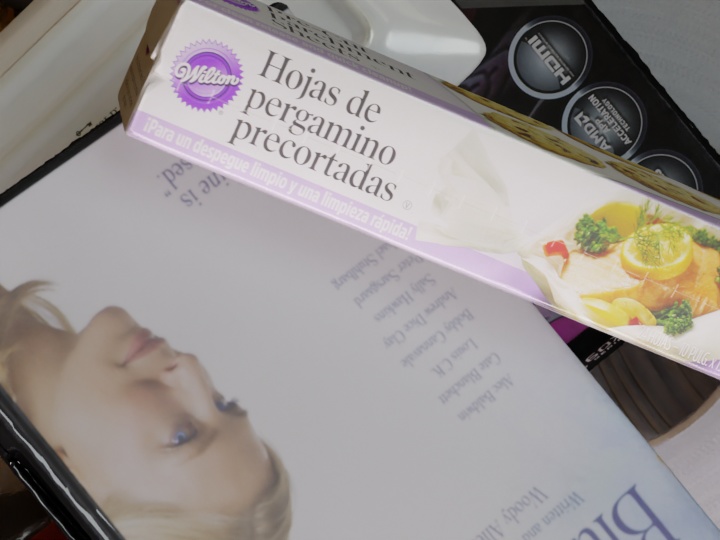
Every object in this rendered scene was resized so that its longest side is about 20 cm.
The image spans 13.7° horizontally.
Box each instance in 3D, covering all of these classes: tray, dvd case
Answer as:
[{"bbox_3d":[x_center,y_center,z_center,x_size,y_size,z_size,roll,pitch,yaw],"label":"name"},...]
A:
[{"bbox_3d":[-0.071,-0.033,0.838,0.200,0.022,0.107,-43,73,6],"label":"tray"},{"bbox_3d":[-0.008,0.043,0.765,0.143,0.018,0.200,-38,87,-31],"label":"dvd case"}]

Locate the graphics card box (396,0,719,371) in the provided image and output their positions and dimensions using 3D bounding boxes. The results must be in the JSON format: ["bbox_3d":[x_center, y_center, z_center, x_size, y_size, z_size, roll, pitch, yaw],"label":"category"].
[{"bbox_3d":[0.000,0.000,0.849,0.200,0.051,0.126,-39,73,7],"label":"graphics card box"}]

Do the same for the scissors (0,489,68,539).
[{"bbox_3d":[-0.092,0.064,0.823,0.200,0.014,0.073,5,62,19],"label":"scissors"}]

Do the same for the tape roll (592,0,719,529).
[{"bbox_3d":[0.072,0.007,0.887,0.200,0.066,0.201,-2,82,16],"label":"tape roll"}]

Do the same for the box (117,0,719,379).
[{"bbox_3d":[0.036,-0.019,0.769,0.200,0.041,0.039,22,102,-12],"label":"box"}]

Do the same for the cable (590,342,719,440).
[{"bbox_3d":[0.147,-0.002,0.988,0.200,0.069,0.200,48,62,-7],"label":"cable"}]

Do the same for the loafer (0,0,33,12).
[{"bbox_3d":[-0.084,-0.099,0.912,0.072,0.073,0.200,-24,92,0],"label":"loafer"}]
